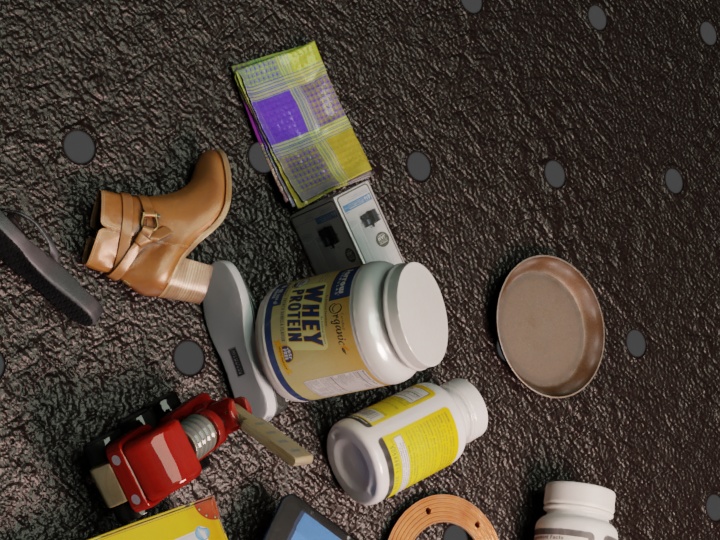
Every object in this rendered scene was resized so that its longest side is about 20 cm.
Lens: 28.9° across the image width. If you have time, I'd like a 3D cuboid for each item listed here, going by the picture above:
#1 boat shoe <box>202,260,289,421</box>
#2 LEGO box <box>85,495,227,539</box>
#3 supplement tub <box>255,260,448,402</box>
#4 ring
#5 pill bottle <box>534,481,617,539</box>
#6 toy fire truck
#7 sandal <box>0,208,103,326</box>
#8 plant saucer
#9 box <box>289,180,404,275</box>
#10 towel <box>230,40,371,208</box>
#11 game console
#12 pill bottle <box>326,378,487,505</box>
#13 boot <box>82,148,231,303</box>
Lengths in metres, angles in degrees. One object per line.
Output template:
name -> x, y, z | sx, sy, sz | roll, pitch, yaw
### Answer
boat shoe -> -0.138, 0.084, 1.691 | 0.056, 0.068, 0.203 | -16, 91, -52
LEGO box -> -0.231, 0.353, 1.517 | 0.198, 0.077, 0.151 | -16, 73, -23
supplement tub -> -0.010, 0.070, 1.649 | 0.144, 0.198, 0.146 | 33, 51, -51
ring -> 0.107, 0.393, 1.811 | 0.198, 0.019, 0.204 | 8, 74, -32
pill bottle -> 0.284, 0.391, 1.862 | 0.112, 0.113, 0.203 | 19, 70, -29
toy fire truck -> -0.173, 0.197, 1.535 | 0.130, 0.198, 0.176 | 64, 31, -4
sandal -> -0.362, -0.018, 1.557 | 0.200, 0.076, 0.043 | 49, 60, -28
plant saucer -> 0.262, 0.080, 1.972 | 0.198, 0.032, 0.203 | 7, 77, -33
box -> 0.000, 0.000, 1.763 | 0.060, 0.116, 0.202 | -28, 97, -35
towel -> -0.073, -0.189, 1.801 | 0.142, 0.023, 0.202 | -22, 87, -34
game console -> -0.024, 0.370, 1.595 | 0.199, 0.171, 0.119 | 38, 83, -15
pill bottle -> 0.064, 0.208, 1.765 | 0.198, 0.111, 0.113 | -21, 92, -34
boot -> -0.239, -0.071, 1.649 | 0.153, 0.073, 0.203 | 19, 68, -25
